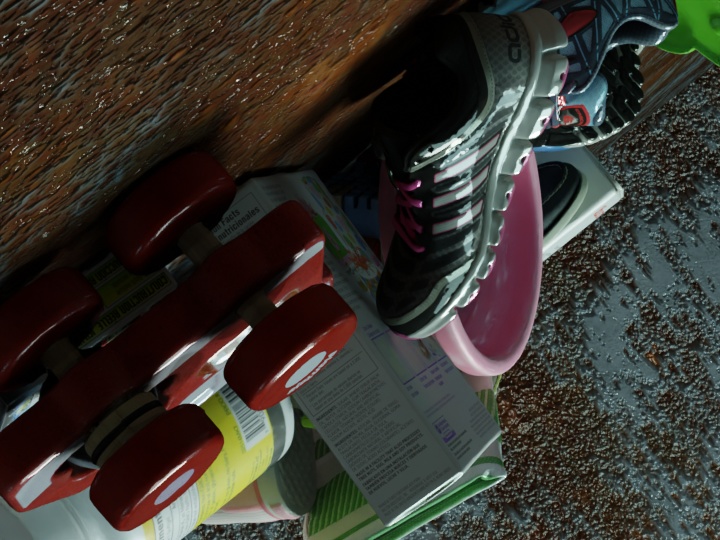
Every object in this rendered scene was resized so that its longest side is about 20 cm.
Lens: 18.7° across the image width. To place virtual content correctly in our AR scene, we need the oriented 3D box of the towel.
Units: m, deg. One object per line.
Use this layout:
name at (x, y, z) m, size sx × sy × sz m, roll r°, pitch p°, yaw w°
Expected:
towel at (0.027, 0.106, 1.453) m, size 0.152 × 0.023 × 0.200 m, roll -33°, pitch -152°, yaw 17°

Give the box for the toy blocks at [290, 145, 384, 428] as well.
toy blocks at (0.000, 0.000, 1.408) m, size 0.100 × 0.137 × 0.200 m, roll 6°, pitch -158°, yaw 23°

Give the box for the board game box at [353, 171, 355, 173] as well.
board game box at (0.049, -0.077, 1.584) m, size 0.200 × 0.041 × 0.199 m, roll -35°, pitch 174°, yaw -43°

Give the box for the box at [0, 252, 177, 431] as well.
box at (-0.164, 0.050, 1.177) m, size 0.110 × 0.035 × 0.200 m, roll -37°, pitch 175°, yaw -20°

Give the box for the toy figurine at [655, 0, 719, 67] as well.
toy figurine at (0.281, -0.236, 1.456) m, size 0.184 × 0.150 × 0.200 m, roll -47°, pitch -160°, yaw -17°

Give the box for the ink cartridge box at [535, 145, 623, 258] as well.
ink cartridge box at (0.098, -0.028, 1.663) m, size 0.200 × 0.084 × 0.144 m, roll -38°, pitch 176°, yaw 5°

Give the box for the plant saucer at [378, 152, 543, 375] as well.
plant saucer at (0.062, -0.033, 1.392) m, size 0.051 × 0.201 × 0.200 m, roll -2°, pitch -168°, yaw 24°

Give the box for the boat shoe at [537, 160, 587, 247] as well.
boat shoe at (0.065, -0.027, 1.552) m, size 0.199 × 0.066 × 0.075 m, roll -31°, pitch -150°, yaw 14°

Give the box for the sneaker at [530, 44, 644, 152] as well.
sneaker at (0.127, -0.122, 1.372) m, size 0.090 × 0.078 × 0.200 m, roll -34°, pitch -167°, yaw 34°

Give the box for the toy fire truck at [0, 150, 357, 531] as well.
toy fire truck at (-0.093, 0.047, 1.054) m, size 0.200 × 0.112 × 0.168 m, roll -41°, pitch 168°, yaw -11°

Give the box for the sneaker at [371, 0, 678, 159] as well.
sneaker at (0.098, -0.114, 1.243) m, size 0.200 × 0.096 × 0.079 m, roll -38°, pitch 175°, yaw -5°

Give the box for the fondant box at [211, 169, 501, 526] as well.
fondant box at (-0.008, 0.039, 1.257) m, size 0.058 × 0.200 × 0.144 m, roll -36°, pitch 177°, yaw 13°

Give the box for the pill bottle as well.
pill bottle at (-0.144, 0.119, 1.324) m, size 0.200 × 0.114 × 0.114 m, roll -36°, pitch 175°, yaw -37°

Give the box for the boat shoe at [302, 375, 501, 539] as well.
boat shoe at (0.031, 0.120, 1.515) m, size 0.200 × 0.072 × 0.060 m, roll -44°, pitch 163°, yaw -31°

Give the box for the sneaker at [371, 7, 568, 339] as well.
sneaker at (0.037, -0.056, 1.187) m, size 0.087 × 0.074 × 0.200 m, roll 10°, pitch 117°, yaw -26°

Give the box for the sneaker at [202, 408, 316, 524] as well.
sneaker at (-0.085, 0.078, 1.473) m, size 0.104 × 0.201 × 0.075 m, roll -17°, pitch 151°, yaw 31°
